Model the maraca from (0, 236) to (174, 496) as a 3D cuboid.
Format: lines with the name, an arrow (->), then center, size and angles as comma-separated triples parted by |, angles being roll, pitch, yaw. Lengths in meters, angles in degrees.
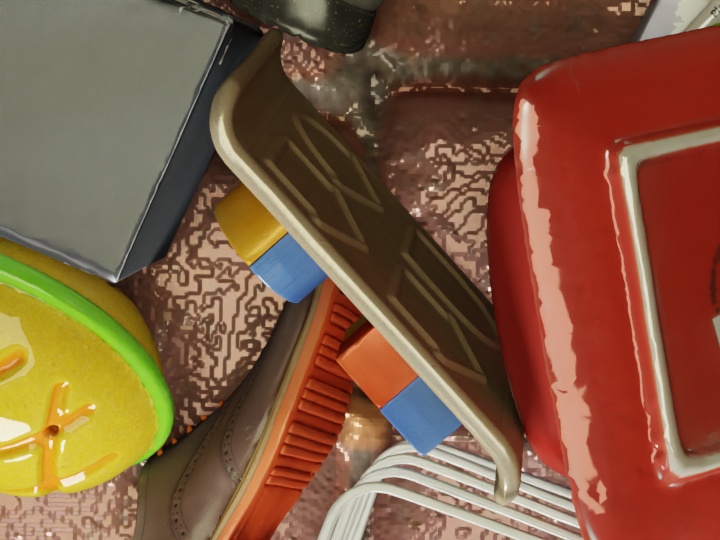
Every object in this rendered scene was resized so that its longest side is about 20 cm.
maraca -> -0.171, 0.028, 1.240 | 0.200, 0.107, 0.137 | 34, 139, -19

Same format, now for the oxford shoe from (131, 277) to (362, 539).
oxford shoe -> -0.060, 0.081, 1.273 | 0.072, 0.071, 0.200 | 22, 83, 22

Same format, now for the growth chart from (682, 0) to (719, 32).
growth chart -> 0.210, -0.045, 1.231 | 0.200, 0.018, 0.145 | 38, 93, -1

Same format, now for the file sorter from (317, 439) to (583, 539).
file sorter -> 0.040, 0.153, 1.210 | 0.124, 0.200, 0.139 | 20, 94, 5

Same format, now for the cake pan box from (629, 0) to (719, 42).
cake pan box -> 0.181, -0.023, 1.266 | 0.184, 0.052, 0.200 | 28, 94, 2

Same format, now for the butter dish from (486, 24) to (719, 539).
butter dish -> 0.122, 0.004, 1.165 | 0.200, 0.148, 0.200 | -14, 96, -32

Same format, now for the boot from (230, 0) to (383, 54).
boot -> -0.059, -0.192, 1.247 | 0.199, 0.070, 0.132 | 22, 106, -11

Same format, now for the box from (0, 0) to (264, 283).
box -> -0.157, -0.089, 1.198 | 0.198, 0.200, 0.124 | 23, 94, 1

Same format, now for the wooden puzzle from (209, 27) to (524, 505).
wooden puzzle -> 0.000, 0.000, 1.193 | 0.046, 0.185, 0.200 | -36, 97, 11
